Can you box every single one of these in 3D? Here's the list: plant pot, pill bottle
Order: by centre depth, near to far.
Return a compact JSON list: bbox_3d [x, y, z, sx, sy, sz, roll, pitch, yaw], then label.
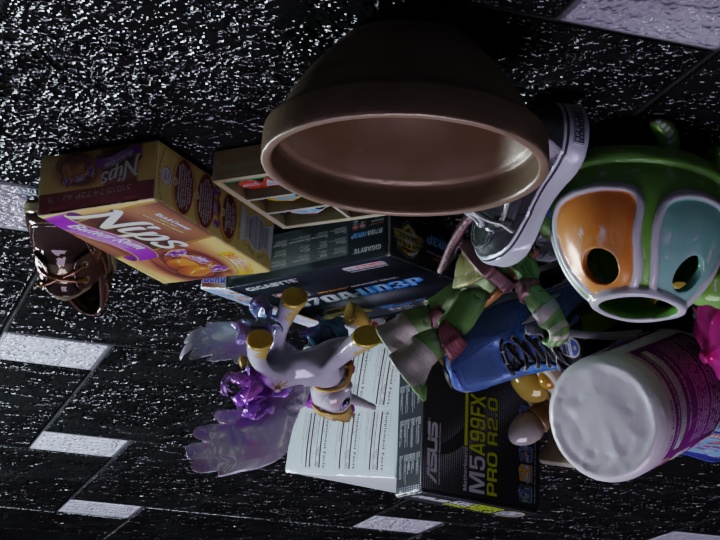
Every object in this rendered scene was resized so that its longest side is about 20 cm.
[{"bbox_3d":[0.033,-0.112,1.307,0.199,0.094,0.201,3,162,1],"label":"plant pot"},{"bbox_3d":[0.257,0.113,1.656,0.112,0.113,0.199,-10,-178,35],"label":"pill bottle"}]

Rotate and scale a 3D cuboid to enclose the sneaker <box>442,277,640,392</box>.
[{"bbox_3d":[0.167,0.056,1.698,0.199,0.079,0.089,-26,-159,0],"label":"sneaker"}]

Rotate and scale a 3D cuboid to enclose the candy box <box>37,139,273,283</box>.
[{"bbox_3d":[-0.170,-0.047,1.600,0.116,0.057,0.200,-6,162,25],"label":"candy box"}]

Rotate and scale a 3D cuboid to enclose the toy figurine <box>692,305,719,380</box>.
[{"bbox_3d":[0.377,0.034,1.606,0.183,0.151,0.200,-19,180,24],"label":"toy figurine"}]

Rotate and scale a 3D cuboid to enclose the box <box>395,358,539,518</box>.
[{"bbox_3d":[0.112,0.142,1.914,0.159,0.202,0.044,16,158,-35],"label":"box"}]

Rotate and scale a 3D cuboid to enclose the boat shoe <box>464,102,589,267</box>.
[{"bbox_3d":[0.112,-0.064,1.453,0.067,0.074,0.199,3,157,-15],"label":"boat shoe"}]

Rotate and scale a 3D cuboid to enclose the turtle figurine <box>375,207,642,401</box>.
[{"bbox_3d":[0.124,0.041,1.618,0.193,0.144,0.200,-37,144,5],"label":"turtle figurine"}]

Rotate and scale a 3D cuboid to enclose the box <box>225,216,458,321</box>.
[{"bbox_3d":[0.000,0.000,1.737,0.199,0.046,0.158,-11,159,38],"label":"box"}]

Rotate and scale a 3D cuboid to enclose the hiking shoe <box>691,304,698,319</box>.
[{"bbox_3d":[0.348,0.018,1.699,0.100,0.076,0.199,-8,159,39],"label":"hiking shoe"}]

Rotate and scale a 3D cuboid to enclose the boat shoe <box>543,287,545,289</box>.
[{"bbox_3d":[0.190,0.060,1.843,0.068,0.085,0.200,6,160,-9],"label":"boat shoe"}]

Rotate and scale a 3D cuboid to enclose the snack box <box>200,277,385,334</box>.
[{"bbox_3d":[-0.065,0.034,1.869,0.072,0.025,0.199,3,167,42],"label":"snack box"}]

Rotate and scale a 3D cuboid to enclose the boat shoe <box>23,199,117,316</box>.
[{"bbox_3d":[-0.261,-0.008,1.703,0.071,0.073,0.200,2,162,2],"label":"boat shoe"}]

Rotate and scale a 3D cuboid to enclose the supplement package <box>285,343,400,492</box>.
[{"bbox_3d":[0.058,0.165,2.036,0.190,0.148,0.199,15,168,-36],"label":"supplement package"}]

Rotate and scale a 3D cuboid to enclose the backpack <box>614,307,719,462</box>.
[{"bbox_3d":[0.331,0.124,1.944,0.182,0.136,0.199,16,161,-34],"label":"backpack"}]

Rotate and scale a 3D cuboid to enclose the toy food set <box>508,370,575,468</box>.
[{"bbox_3d":[0.147,0.106,1.824,0.200,0.060,0.143,52,167,-7],"label":"toy food set"}]

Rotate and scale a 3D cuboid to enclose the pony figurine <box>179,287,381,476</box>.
[{"bbox_3d":[-0.073,0.096,1.772,0.191,0.168,0.200,-2,150,-7],"label":"pony figurine"}]

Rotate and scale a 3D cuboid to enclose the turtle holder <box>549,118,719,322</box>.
[{"bbox_3d":[0.223,-0.027,1.485,0.140,0.133,0.186,-3,161,15],"label":"turtle holder"}]

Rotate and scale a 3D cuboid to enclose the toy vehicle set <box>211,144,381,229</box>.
[{"bbox_3d":[-0.006,-0.077,1.531,0.198,0.027,0.124,-7,160,27],"label":"toy vehicle set"}]
